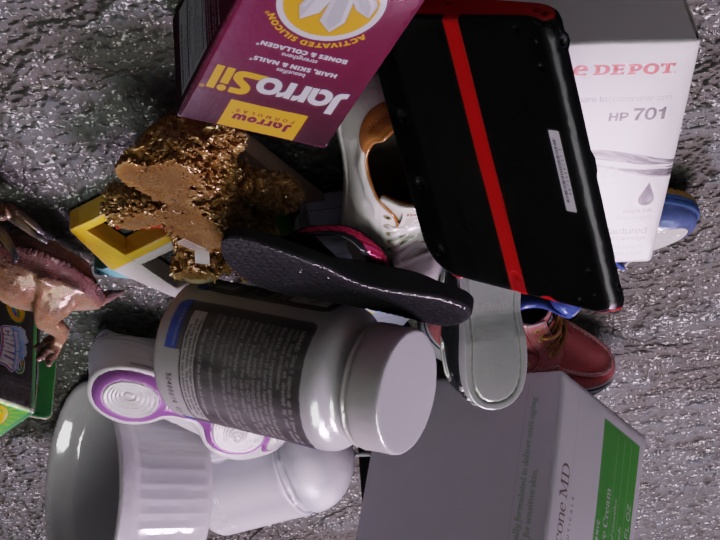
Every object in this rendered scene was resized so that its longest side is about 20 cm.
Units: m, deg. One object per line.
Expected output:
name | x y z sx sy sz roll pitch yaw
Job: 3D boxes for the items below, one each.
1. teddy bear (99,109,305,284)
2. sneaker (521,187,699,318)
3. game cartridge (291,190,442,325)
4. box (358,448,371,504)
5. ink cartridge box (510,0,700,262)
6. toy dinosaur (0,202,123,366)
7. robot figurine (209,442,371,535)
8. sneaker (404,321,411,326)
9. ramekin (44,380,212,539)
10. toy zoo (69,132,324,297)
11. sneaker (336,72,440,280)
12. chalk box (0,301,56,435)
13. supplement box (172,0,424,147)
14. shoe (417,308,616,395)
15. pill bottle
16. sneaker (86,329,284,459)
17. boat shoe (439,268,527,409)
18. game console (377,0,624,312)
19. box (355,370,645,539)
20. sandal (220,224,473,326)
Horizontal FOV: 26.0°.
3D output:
teddy bear | -0.113 -0.052 1.142 0.144 0.067 0.200 -11 146 27
sneaker | 0.181 -0.003 1.260 0.199 0.089 0.075 -17 147 18
game cartridge | 0.000 0.000 1.269 0.132 0.041 0.200 -11 152 -20
box | 0.075 0.261 1.556 0.049 0.200 0.200 -24 143 27
ink cartridge box | 0.138 -0.102 1.072 0.145 0.086 0.201 -2 137 -4
toy dinosaur | -0.255 -0.002 1.198 0.199 0.086 0.136 19 135 -31
robot figurine | -0.090 0.186 1.495 0.199 0.114 0.170 -17 156 19
sneaker | -0.057 0.082 1.375 0.198 0.075 0.089 5 144 -14
ramekin | -0.213 0.204 1.438 0.097 0.202 0.201 5 147 -30
toy zoo | -0.135 -0.036 1.230 0.199 0.021 0.131 -23 143 25
sneaker | 0.026 -0.040 1.133 0.072 0.085 0.201 -24 130 -9
chalk box | -0.341 0.071 1.273 0.199 0.126 0.124 26 136 -37
supplement box | -0.034 -0.175 0.967 0.110 0.086 0.200 10 145 -22
shoe | 0.155 0.056 1.364 0.199 0.072 0.091 16 148 -21
pill bottle | -0.049 0.075 1.202 0.199 0.114 0.114 10 156 29
sneaker | -0.147 0.100 1.374 0.199 0.100 0.075 23 112 -26
boat shoe | 0.093 0.004 1.208 0.075 0.202 0.060 5 -175 -23
game console | 0.086 -0.076 0.990 0.176 0.031 0.201 13 127 50
box | 0.124 0.212 1.386 0.199 0.200 0.171 -8 150 37
sandal | -0.010 -0.004 1.136 0.199 0.045 0.075 15 160 -22
